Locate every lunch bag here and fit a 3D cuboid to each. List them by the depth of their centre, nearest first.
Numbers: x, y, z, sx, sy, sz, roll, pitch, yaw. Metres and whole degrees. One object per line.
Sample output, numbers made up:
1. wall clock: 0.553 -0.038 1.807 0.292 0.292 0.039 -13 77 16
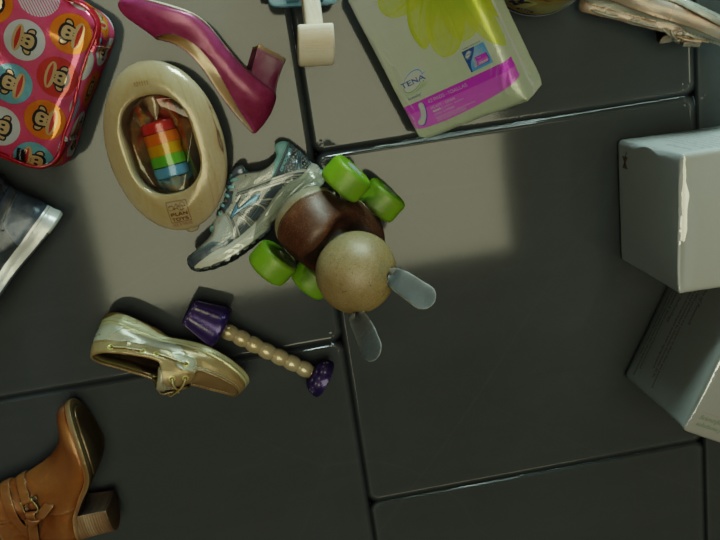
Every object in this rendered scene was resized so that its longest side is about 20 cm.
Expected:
1. lunch bag: -0.389 -0.229 0.855 0.176 0.082 0.200 21 100 -7

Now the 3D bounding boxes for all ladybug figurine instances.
1. ladybug figurine: -0.223 -0.143 0.892 0.136 0.072 0.200 -10 103 3

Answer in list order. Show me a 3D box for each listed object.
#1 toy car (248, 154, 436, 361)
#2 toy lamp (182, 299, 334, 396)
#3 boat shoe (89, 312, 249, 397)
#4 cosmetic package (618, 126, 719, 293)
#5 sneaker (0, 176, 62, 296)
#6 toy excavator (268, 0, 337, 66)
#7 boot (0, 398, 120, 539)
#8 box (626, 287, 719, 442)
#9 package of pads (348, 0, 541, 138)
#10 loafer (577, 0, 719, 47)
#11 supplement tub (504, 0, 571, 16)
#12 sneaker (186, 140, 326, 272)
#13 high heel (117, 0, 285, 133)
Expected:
1. toy car: 0.000 0.000 0.875 0.164 0.200 0.158 -48 146 13
2. toy lamp: -0.132 0.097 0.980 0.200 0.058 0.058 29 100 -15
3. boat shoe: -0.240 0.122 0.955 0.200 0.066 0.074 21 142 -4
4. cosmetic package: 0.446 -0.085 0.935 0.200 0.167 0.167 -8 106 -3
5. sneaker: -0.471 -0.027 0.889 0.146 0.077 0.202 37 89 -25
6. toy excavator: -0.061 -0.315 0.801 0.100 0.200 0.195 -4 105 -5
7. boot: -0.412 0.269 0.987 0.154 0.074 0.200 -8 103 0
8. box: 0.502 0.113 0.991 0.199 0.171 0.200 19 102 -11
9. package of pads: 0.092 -0.263 0.866 0.154 0.068 0.200 -14 112 41
10. loafer: 0.361 -0.309 0.925 0.200 0.072 0.063 23 118 -5
11. supplement tub: 0.204 -0.358 0.810 0.144 0.200 0.145 0 100 2
12. sneaker: -0.139 -0.078 0.932 0.200 0.078 0.086 -40 93 -2
13. high heel: -0.190 -0.237 0.878 0.200 0.067 0.096 20 92 -24
